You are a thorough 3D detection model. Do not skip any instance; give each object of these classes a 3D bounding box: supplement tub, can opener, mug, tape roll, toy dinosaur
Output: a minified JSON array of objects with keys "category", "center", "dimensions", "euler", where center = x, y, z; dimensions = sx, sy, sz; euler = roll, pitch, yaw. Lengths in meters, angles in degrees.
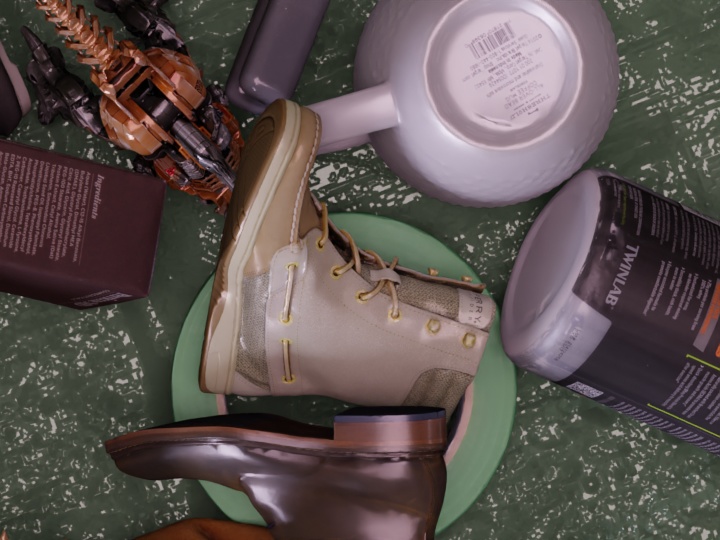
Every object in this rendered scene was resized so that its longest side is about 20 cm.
[{"category":"supplement tub","center":[0.190,0.033,1.603],"dimensions":[0.200,0.123,0.123],"euler":[25,91,-15]},{"category":"can opener","center":[-0.011,-0.176,1.611],"dimensions":[0.067,0.053,0.200],"euler":[25,74,-16]},{"category":"mug","center":[0.047,-0.101,1.575],"dimensions":[0.200,0.175,0.148],"euler":[-17,92,-2]},{"category":"tape roll","center":[-0.010,0.066,1.642],"dimensions":[0.200,0.048,0.201],"euler":[0,92,-2]},{"category":"toy dinosaur","center":[-0.117,-0.104,1.584],"dimensions":[0.102,0.136,0.200],"euler":[-30,135,-16]}]

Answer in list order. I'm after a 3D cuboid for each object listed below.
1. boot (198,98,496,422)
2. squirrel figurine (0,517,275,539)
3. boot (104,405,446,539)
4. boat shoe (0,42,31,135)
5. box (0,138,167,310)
[{"category":"boot","center":[0.000,0.000,1.547],"dimensions":[0.154,0.072,0.200],"euler":[11,130,-4]},{"category":"squirrel figurine","center":[-0.140,0.224,1.563],"dimensions":[0.200,0.187,0.142],"euler":[17,114,6]},{"category":"boot","center":[-0.047,0.127,1.565],"dimensions":[0.200,0.075,0.097],"euler":[-4,92,21]},{"category":"boat shoe","center":[-0.238,-0.134,1.561],"dimensions":[0.067,0.200,0.057],"euler":[27,65,33]},{"category":"box","center":[-0.219,-0.034,1.564],"dimensions":[0.200,0.100,0.075],"euler":[12,79,-26]}]
